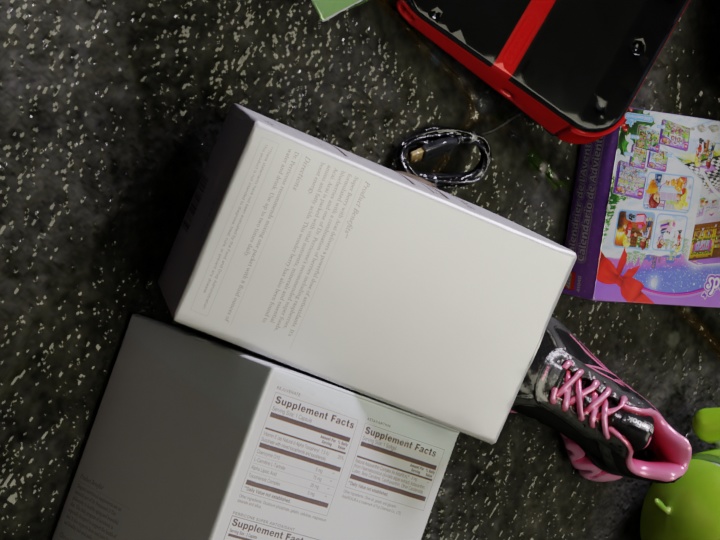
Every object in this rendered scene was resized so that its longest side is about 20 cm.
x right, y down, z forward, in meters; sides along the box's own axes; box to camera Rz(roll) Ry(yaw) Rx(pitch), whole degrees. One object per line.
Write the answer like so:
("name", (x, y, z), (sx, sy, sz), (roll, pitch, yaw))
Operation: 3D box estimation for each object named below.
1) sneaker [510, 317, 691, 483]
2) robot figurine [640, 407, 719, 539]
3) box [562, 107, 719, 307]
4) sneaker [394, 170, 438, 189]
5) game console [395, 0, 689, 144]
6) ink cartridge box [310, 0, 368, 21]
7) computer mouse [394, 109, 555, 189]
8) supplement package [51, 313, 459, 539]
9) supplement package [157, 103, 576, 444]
("sneaker", (0.159, 0.091, 1.280), (0.200, 0.095, 0.079), (36, 79, -36))
("robot figurine", (0.294, 0.186, 1.390), (0.200, 0.116, 0.176), (-12, 98, -34))
("box", (0.236, -0.044, 1.343), (0.200, 0.039, 0.137), (4, 97, -38))
("sneaker", (0.027, 0.038, 1.177), (0.070, 0.075, 0.200), (-16, 109, -34))
("game console", (0.136, -0.203, 1.213), (0.177, 0.031, 0.200), (34, 77, -15))
("ink cartridge box", (0.016, -0.224, 1.104), (0.200, 0.059, 0.104), (-31, 99, -29))
("computer mouse", (0.107, -0.106, 1.224), (0.200, 0.034, 0.059), (-30, 95, -27))
("supplement package", (-0.071, 0.152, 1.078), (0.151, 0.152, 0.200), (22, 86, -39))
("supplement package", (0.000, 0.000, 1.067), (0.200, 0.120, 0.121), (23, 95, -13))
